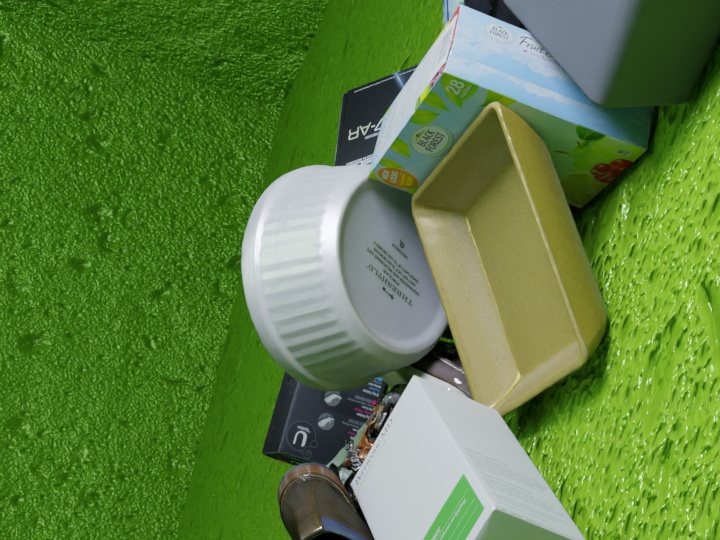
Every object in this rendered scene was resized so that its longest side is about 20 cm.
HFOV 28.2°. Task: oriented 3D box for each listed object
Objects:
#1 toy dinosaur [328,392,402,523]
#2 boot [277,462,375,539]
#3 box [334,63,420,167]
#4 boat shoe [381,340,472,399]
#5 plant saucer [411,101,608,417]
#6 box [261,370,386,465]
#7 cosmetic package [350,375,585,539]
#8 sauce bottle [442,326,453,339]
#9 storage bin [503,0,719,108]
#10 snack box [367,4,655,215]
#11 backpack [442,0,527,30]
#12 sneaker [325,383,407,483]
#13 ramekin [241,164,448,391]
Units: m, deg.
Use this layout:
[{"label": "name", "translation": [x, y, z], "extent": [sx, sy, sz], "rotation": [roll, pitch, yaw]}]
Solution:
[{"label": "toy dinosaur", "translation": [0.019, 0.204, 1.194], "extent": [0.136, 0.101, 0.202], "rotation": [83, 175, -81]}, {"label": "boot", "translation": [0.007, 0.241, 1.064], "extent": [0.075, 0.200, 0.097], "rotation": [-38, 14, 4]}, {"label": "box", "translation": [0.074, -0.150, 1.416], "extent": [0.198, 0.044, 0.161], "rotation": [-18, 36, 19]}, {"label": "boat shoe", "translation": [0.071, 0.092, 1.302], "extent": [0.060, 0.072, 0.200], "rotation": [-46, 12, -11]}, {"label": "plant saucer", "translation": [0.117, -0.002, 1.089], "extent": [0.200, 0.048, 0.202], "rotation": [132, 124, -64]}, {"label": "box", "translation": [-0.033, 0.132, 1.671], "extent": [0.122, 0.105, 0.202], "rotation": [146, 140, -74]}, {"label": "cosmetic package", "translation": [0.071, 0.172, 1.011], "extent": [0.108, 0.084, 0.200], "rotation": [-61, 23, 11]}, {"label": "sauce bottle", "translation": [0.098, -0.032, 1.371], "extent": [0.065, 0.064, 0.201], "rotation": [121, 162, -52]}, {"label": "storage bin", "translation": [0.188, -0.212, 1.004], "extent": [0.201, 0.144, 0.135], "rotation": [-120, 34, -44]}, {"label": "snack box", "translation": [0.114, -0.109, 1.130], "extent": [0.200, 0.167, 0.068], "rotation": [131, 157, -63]}, {"label": "backpack", "translation": [0.143, -0.260, 1.296], "extent": [0.154, 0.162, 0.202], "rotation": [167, 99, -72]}, {"label": "sneaker", "translation": [0.013, 0.181, 1.321], "extent": [0.115, 0.075, 0.200], "rotation": [-44, -8, -24]}, {"label": "ramekin", "translation": [0.000, 0.000, 1.239], "extent": [0.094, 0.202, 0.204], "rotation": [-13, 54, 41]}]
